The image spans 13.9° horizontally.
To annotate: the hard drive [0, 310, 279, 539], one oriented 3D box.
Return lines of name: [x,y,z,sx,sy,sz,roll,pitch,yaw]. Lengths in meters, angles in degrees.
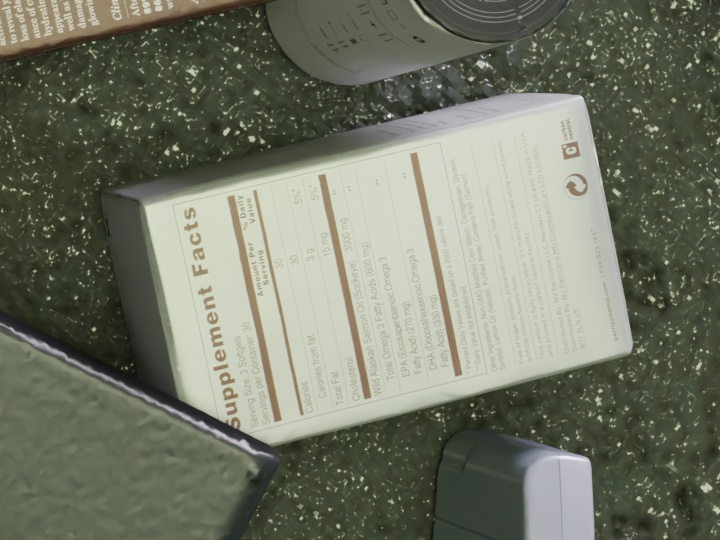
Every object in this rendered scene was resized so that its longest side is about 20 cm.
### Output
hard drive: [-0.139,0.131,1.201,0.139,0.033,0.201,27,96,-12]

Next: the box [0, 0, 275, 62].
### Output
box: [-0.141,-0.142,1.274,0.199,0.075,0.101,-13,95,-14]

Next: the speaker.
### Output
speaker: [0.021,-0.125,1.246,0.081,0.200,0.082,1,88,-17]

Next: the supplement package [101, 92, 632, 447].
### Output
supplement package: [0.000,0.000,1.288,0.199,0.117,0.118,-13,97,-12]

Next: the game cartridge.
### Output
game cartridge: [0.063,0.175,1.302,0.040,0.133,0.201,3,91,-21]
